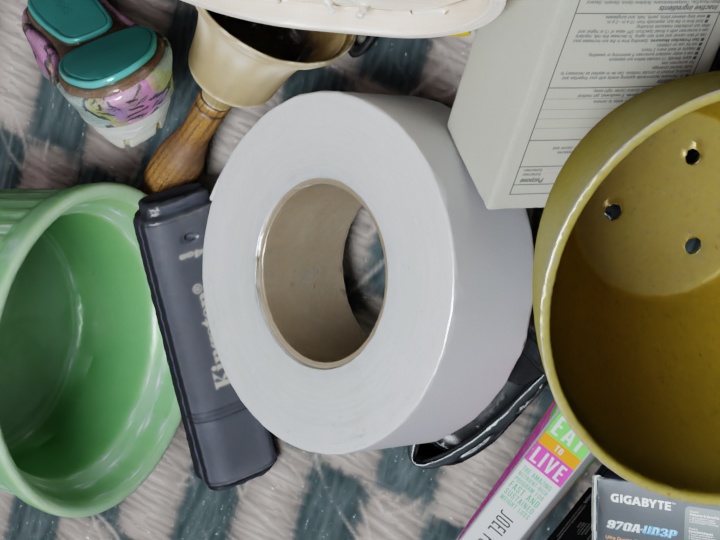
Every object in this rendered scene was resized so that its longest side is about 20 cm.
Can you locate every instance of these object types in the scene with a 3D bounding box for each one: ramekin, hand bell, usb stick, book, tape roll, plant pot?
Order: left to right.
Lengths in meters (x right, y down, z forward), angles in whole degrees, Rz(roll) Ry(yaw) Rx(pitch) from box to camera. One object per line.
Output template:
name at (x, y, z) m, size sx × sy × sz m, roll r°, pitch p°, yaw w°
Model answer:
ramekin at (-0.194, 0.043, 1.056) m, size 0.097 × 0.200 × 0.201 m, roll 7°, pitch 110°, yaw 30°
usb stick at (-0.095, 0.044, 1.076) m, size 0.055 × 0.033 × 0.201 m, roll -16°, pitch 114°, yaw -12°
hand bell at (-0.089, -0.094, 1.029) m, size 0.104 × 0.104 × 0.200 m, roll 42°, pitch 133°, yaw 7°
tape roll at (0.000, 0.000, 0.975) m, size 0.202 × 0.071 × 0.204 m, roll 3°, pitch 94°, yaw 45°
book at (0.101, 0.107, 0.954) m, size 0.048 × 0.134 × 0.200 m, roll 38°, pitch 128°, yaw 9°
plant pot at (0.165, -0.012, 0.819) m, size 0.199 × 0.142 × 0.201 m, roll -3°, pitch 112°, yaw -8°

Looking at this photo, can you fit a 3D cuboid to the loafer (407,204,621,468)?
loafer at (0.091, 0.039, 0.988) m, size 0.068 × 0.070 × 0.201 m, roll 38°, pitch 119°, yaw 7°

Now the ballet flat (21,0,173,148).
ballet flat at (-0.149, -0.113, 1.010) m, size 0.200 × 0.069 × 0.071 m, roll 42°, pitch 152°, yaw 57°

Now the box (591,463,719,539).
box at (0.236, 0.112, 0.894) m, size 0.199 × 0.159 × 0.046 m, roll 6°, pitch 108°, yaw 24°

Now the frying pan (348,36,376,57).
frying pan at (0.054, -0.191, 0.947) m, size 0.115 × 0.031 × 0.191 m, roll 23°, pitch 126°, yaw 25°

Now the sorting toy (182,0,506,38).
sorting toy at (-0.003, -0.219, 0.882) m, size 0.199 × 0.107 × 0.181 m, roll 7°, pitch 83°, yaw 15°

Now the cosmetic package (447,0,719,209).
cosmetic package at (0.122, -0.128, 0.860) m, size 0.201 × 0.103 × 0.073 m, roll 108°, pitch 150°, yaw -42°

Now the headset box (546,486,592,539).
headset box at (0.184, 0.186, 0.870) m, size 0.199 × 0.149 × 0.078 m, roll 9°, pitch 111°, yaw 24°
